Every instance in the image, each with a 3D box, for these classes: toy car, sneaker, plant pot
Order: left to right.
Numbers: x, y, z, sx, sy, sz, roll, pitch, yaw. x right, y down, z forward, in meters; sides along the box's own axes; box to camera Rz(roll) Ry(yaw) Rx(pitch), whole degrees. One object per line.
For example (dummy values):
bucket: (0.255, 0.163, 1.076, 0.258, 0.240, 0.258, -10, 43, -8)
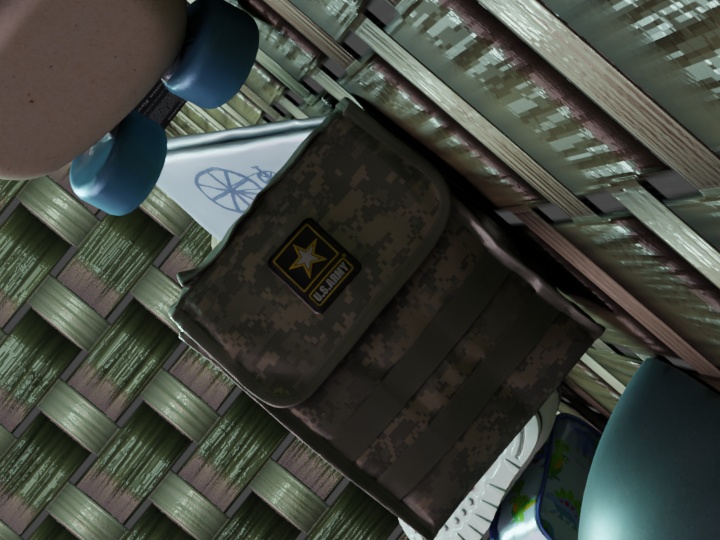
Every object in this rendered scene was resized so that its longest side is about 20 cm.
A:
toy car: (-0.181, -0.170, 1.170, 0.184, 0.177, 0.201, 26, -148, -31)
sneaker: (0.107, 0.169, 1.729, 0.076, 0.200, 0.080, 43, -146, 5)
plant pot: (0.203, 0.166, 1.163, 0.200, 0.135, 0.200, 39, 177, 2)

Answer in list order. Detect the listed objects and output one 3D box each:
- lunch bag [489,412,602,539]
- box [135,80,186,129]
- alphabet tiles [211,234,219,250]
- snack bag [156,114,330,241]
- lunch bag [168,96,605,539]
lunch bag: (0.211, 0.231, 1.771, 0.200, 0.161, 0.082, 37, 133, -19)
box: (-0.229, -0.189, 1.505, 0.200, 0.104, 0.182, 40, 178, 8)
alphabet tiles: (-0.050, 0.022, 1.637, 0.200, 0.015, 0.196, 46, -158, -25)
snack bag: (-0.021, -0.028, 1.297, 0.188, 0.022, 0.200, -6, 141, 42)
lunch bag: (0.010, 0.023, 1.145, 0.200, 0.164, 0.118, 40, -178, -16)
